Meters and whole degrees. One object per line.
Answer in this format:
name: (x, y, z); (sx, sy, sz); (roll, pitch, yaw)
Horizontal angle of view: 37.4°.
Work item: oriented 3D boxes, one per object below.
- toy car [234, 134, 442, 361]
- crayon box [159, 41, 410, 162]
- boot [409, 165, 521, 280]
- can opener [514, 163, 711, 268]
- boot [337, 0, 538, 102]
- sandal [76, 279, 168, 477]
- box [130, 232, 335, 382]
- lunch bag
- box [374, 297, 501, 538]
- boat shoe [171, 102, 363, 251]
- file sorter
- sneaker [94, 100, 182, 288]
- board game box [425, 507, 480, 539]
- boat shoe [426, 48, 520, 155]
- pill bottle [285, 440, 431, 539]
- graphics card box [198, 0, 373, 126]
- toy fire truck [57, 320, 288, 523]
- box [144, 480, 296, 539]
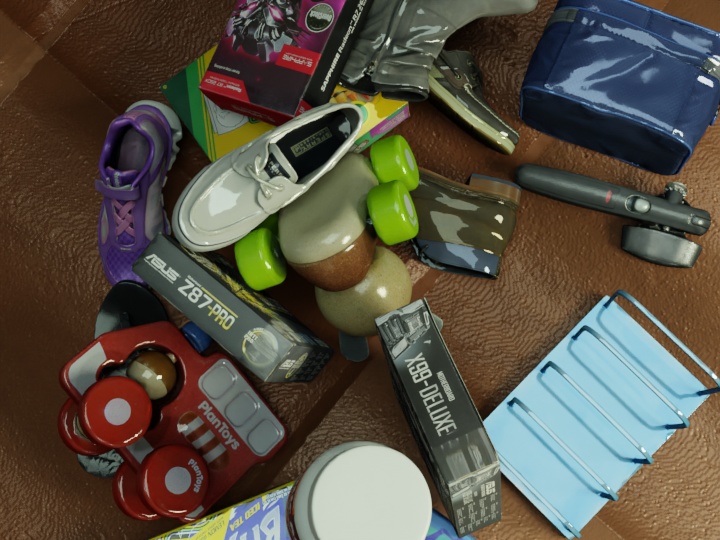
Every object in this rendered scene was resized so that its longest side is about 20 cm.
toy car: (0.000, 0.000, 1.029); (0.164, 0.158, 0.200); (-18, 123, 16)
crayon box: (-0.078, -0.176, 1.112); (0.200, 0.058, 0.173); (-36, 79, -1)
boot: (0.058, -0.050, 1.069); (0.199, 0.075, 0.097); (7, 78, 5)
can opener: (0.249, -0.068, 1.058); (0.199, 0.063, 0.079); (21, 84, 9)
boot: (0.074, -0.226, 1.042); (0.199, 0.070, 0.132); (5, 75, 27)
sandal: (-0.238, 0.110, 1.076); (0.076, 0.043, 0.201); (8, 88, -7)
box: (-0.113, 0.040, 1.007); (0.161, 0.200, 0.049); (41, 91, 11)
lunch bag: (0.266, -0.189, 1.039); (0.199, 0.136, 0.133); (22, 84, 8)
box: (0.073, 0.138, 0.953); (0.050, 0.200, 0.158); (-23, 62, -4)
boat shoe: (-0.079, -0.087, 0.948); (0.200, 0.066, 0.072); (-32, 95, -19)
file sorter: (0.220, 0.134, 0.997); (0.200, 0.123, 0.139); (-45, 80, -3)
sneaker: (-0.236, -0.075, 1.086); (0.080, 0.088, 0.201); (8, 96, 4)
board game box: (0.072, 0.321, 1.019); (0.200, 0.045, 0.152); (33, 84, 11)
boat shoe: (0.092, -0.199, 1.091); (0.200, 0.073, 0.065); (42, 92, 11)
pill bottle: (-0.004, 0.207, 0.914); (0.113, 0.200, 0.115); (2, 75, -7)
graphics card box: (-0.064, -0.243, 1.048); (0.125, 0.051, 0.201); (22, 84, 30)
toy fire truck: (-0.184, 0.138, 1.028); (0.168, 0.112, 0.200); (-42, 97, -30)
box: (-0.136, 0.271, 1.040); (0.199, 0.064, 0.070); (-22, 79, 1)
